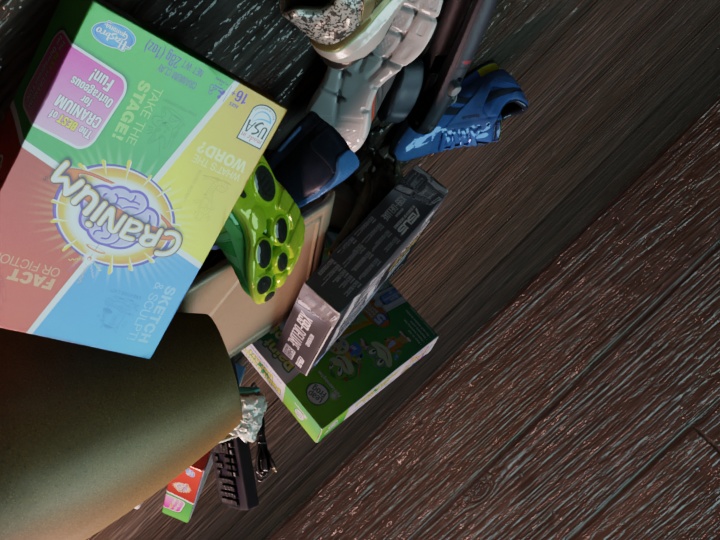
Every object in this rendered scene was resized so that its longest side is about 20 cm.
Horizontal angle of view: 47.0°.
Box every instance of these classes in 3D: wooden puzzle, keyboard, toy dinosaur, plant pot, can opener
[{"bbox_3d":[-0.108,0.021,0.809,0.199,0.037,0.186,-39,162,-29],"label":"wooden puzzle"},{"bbox_3d":[-0.148,0.177,0.963,0.020,0.204,0.126,-11,180,-44],"label":"keyboard"},{"bbox_3d":[0.005,-0.099,0.887,0.047,0.089,0.200,-3,-153,29],"label":"toy dinosaur"},{"bbox_3d":[-0.198,0.109,0.637,0.197,0.189,0.187,-17,155,-20],"label":"plant pot"},{"bbox_3d":[0.088,-0.219,0.822,0.078,0.064,0.201,-25,156,-46],"label":"can opener"}]

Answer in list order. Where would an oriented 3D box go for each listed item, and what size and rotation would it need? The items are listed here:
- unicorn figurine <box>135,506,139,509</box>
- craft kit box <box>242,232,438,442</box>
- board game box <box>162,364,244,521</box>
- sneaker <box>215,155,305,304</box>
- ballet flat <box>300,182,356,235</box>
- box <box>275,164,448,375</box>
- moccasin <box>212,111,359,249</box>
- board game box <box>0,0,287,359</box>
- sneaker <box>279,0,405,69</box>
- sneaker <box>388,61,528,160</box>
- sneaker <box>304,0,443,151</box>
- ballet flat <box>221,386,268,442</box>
[{"bbox_3d":[-0.291,0.264,1.098,0.200,0.074,0.137,-43,176,-22],"label":"unicorn figurine"},{"bbox_3d":[-0.041,0.065,0.985,0.196,0.200,0.049,-35,163,-28],"label":"craft kit box"},{"bbox_3d":[-0.214,0.233,1.126,0.201,0.040,0.155,115,-5,-52],"label":"board game box"},{"bbox_3d":[-0.103,-0.056,0.664,0.074,0.083,0.202,-48,142,-26],"label":"sneaker"},{"bbox_3d":[-0.025,-0.073,0.942,0.069,0.070,0.200,-44,166,7],"label":"ballet flat"},{"bbox_3d":[0.000,0.000,0.883,0.200,0.050,0.158,-48,173,-32],"label":"box"},{"bbox_3d":[-0.080,-0.081,0.737,0.198,0.069,0.080,-27,-169,39],"label":"moccasin"},{"bbox_3d":[-0.155,-0.050,0.523,0.152,0.040,0.202,20,105,-46],"label":"board game box"},{"bbox_3d":[0.014,-0.237,0.588,0.201,0.077,0.088,-52,154,20],"label":"sneaker"},{"bbox_3d":[0.122,-0.177,0.991,0.199,0.079,0.066,-34,164,-25],"label":"sneaker"},{"bbox_3d":[0.009,-0.195,0.718,0.201,0.076,0.082,-53,-171,38],"label":"sneaker"},{"bbox_3d":[-0.196,0.152,0.862,0.196,0.073,0.072,4,154,-5],"label":"ballet flat"}]
